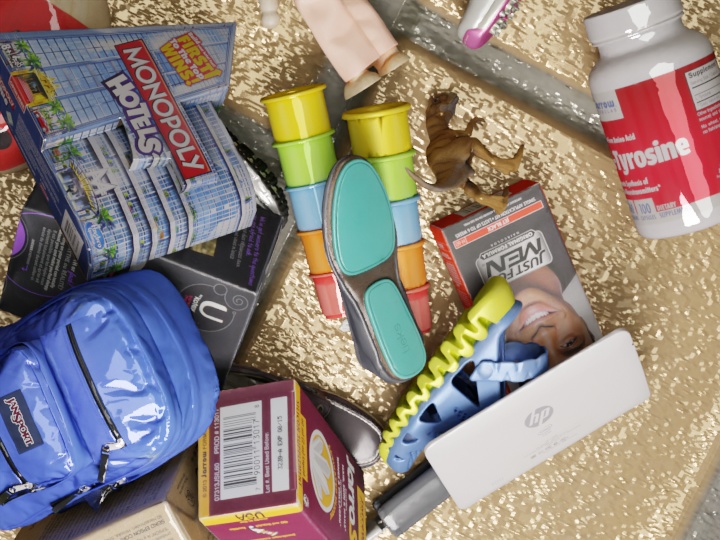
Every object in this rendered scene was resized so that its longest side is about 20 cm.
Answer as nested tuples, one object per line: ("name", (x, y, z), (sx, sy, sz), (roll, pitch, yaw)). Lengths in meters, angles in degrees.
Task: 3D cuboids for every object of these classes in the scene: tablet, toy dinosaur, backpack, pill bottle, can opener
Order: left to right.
("backpack", (-0.216, 0.102, 1.267), (0.199, 0.168, 0.163), (-24, 95, 23))
("can opener", (0.026, 0.206, 1.477), (0.199, 0.053, 0.067), (-33, 100, -4))
("toy dinosaur", (0.079, -0.086, 1.395), (0.105, 0.200, 0.061), (19, 116, -7))
("tablet", (0.155, 0.131, 1.429), (0.199, 0.014, 0.130), (-31, 144, 0))
("pill bottle", (0.266, -0.138, 1.446), (0.112, 0.112, 0.201), (-21, 98, -6))

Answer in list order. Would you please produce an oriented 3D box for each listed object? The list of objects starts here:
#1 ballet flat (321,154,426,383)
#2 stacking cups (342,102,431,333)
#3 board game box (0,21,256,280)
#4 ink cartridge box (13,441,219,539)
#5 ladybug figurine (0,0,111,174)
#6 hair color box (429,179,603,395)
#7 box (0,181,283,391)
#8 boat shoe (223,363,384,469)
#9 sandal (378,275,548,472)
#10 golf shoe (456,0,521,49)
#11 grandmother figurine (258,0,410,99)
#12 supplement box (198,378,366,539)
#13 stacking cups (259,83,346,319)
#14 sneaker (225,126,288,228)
("ballet flat", (0.000, 0.000, 1.397), (0.073, 0.073, 0.201), (-18, 104, -6))
("stacking cups", (0.033, -0.043, 1.446), (0.060, 0.061, 0.202), (-13, 101, -7))
("board game box", (-0.166, -0.117, 1.314), (0.199, 0.062, 0.201), (-21, 70, -28))
("ink cartridge box", (-0.195, 0.211, 1.357), (0.164, 0.200, 0.075), (-26, 102, 11))
("ladybug figurine", (-0.285, -0.170, 1.378), (0.135, 0.072, 0.201), (26, 92, -2))
("hair color box", (0.147, 0.031, 1.473), (0.101, 0.061, 0.201), (-25, 99, -6))
("box", (-0.180, -0.006, 1.366), (0.199, 0.106, 0.123), (21, 130, -4))
("boat shoe", (-0.067, 0.129, 1.449), (0.199, 0.065, 0.072), (25, 89, -11))
("sandal", (0.089, 0.104, 1.421), (0.087, 0.080, 0.200), (37, 115, -1))
("golf shoe", (0.123, -0.291, 1.439), (0.091, 0.075, 0.201), (27, 89, 5))
("grandmother figurine", (-0.041, -0.247, 1.422), (0.121, 0.060, 0.201), (-36, 98, -31))
("supplement box", (-0.061, 0.185, 1.371), (0.085, 0.200, 0.111), (-10, 60, 13))
("stacking cups", (-0.033, -0.060, 1.443), (0.060, 0.061, 0.202), (-17, 102, -6))
("sneaker", (-0.145, -0.096, 1.412), (0.200, 0.074, 0.080), (43, 95, 4))
